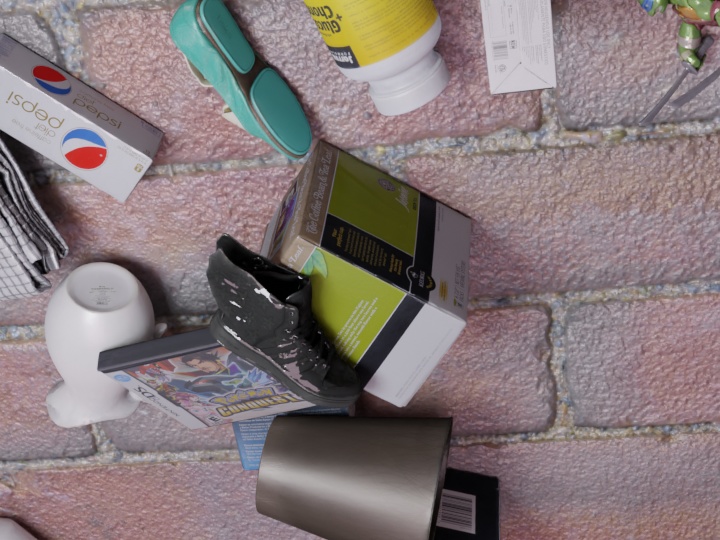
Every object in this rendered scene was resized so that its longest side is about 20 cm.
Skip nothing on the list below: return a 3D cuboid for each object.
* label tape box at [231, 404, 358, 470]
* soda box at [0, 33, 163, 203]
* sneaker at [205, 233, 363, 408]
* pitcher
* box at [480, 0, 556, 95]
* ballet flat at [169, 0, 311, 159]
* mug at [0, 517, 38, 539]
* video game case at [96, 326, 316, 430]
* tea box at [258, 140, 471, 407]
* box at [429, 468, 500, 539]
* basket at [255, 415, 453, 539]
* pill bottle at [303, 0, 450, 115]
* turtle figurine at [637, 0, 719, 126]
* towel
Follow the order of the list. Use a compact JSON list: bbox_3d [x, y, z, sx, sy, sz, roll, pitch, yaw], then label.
[{"bbox_3d":[-0.084,0.136,1.606,0.143,0.063,0.201,-4,122,9],"label":"label tape box"},{"bbox_3d":[-0.311,-0.158,1.437,0.199,0.064,0.068,32,120,-14],"label":"soda box"},{"bbox_3d":[-0.068,0.051,1.315,0.199,0.060,0.104,29,126,-8],"label":"sneaker"},{"bbox_3d":[-0.274,0.088,1.572,0.171,0.122,0.201,-2,135,-15],"label":"pitcher"},{"bbox_3d":[0.140,-0.256,1.256,0.060,0.200,0.117,-6,120,7],"label":"box"},{"bbox_3d":[-0.126,-0.193,1.408,0.070,0.067,0.200,-12,124,41],"label":"ballet flat"},{"bbox_3d":[-0.469,0.411,1.773,0.186,0.150,0.153,-34,106,16],"label":"mug"},{"bbox_3d":[-0.154,0.117,1.496,0.199,0.026,0.181,-13,147,25],"label":"video game case"},{"bbox_3d":[0.000,0.000,1.431,0.196,0.200,0.134,28,122,-12],"label":"tea box"},{"bbox_3d":[0.098,0.368,1.690,0.106,0.149,0.201,12,123,-3],"label":"box"},{"bbox_3d":[-0.008,0.235,1.545,0.199,0.136,0.181,11,81,7],"label":"basket"},{"bbox_3d":[0.010,-0.254,1.320,0.112,0.112,0.201,-21,118,17],"label":"pill bottle"},{"bbox_3d":[0.360,-0.212,1.304,0.193,0.201,0.144,-2,157,1],"label":"turtle figurine"},{"bbox_3d":[-0.422,-0.060,1.474,0.165,0.086,0.201,-11,122,34],"label":"towel"}]
